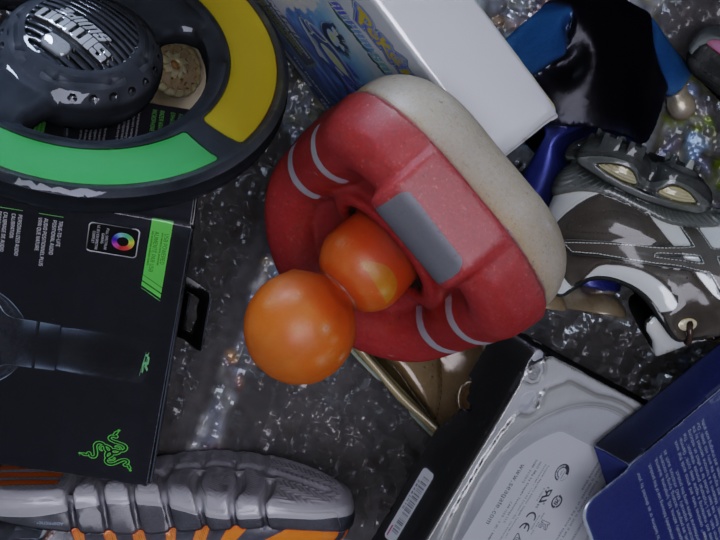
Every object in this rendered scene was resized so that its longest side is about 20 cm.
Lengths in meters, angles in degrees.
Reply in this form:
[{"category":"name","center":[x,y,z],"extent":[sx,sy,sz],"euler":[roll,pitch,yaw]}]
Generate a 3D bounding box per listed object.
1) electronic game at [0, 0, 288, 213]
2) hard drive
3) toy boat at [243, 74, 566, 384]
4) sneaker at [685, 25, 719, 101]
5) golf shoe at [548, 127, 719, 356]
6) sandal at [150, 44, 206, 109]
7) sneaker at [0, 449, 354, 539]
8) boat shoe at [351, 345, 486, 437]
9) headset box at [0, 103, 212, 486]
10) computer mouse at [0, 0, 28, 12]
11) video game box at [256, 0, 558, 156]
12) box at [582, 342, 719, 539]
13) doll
[{"category":"electronic game","center":[-0.131,-0.100,1.094],"extent":[0.199,0.201,0.042],"euler":[11,134,-6]},{"category":"hard drive","center":[0.107,0.124,1.189],"extent":[0.200,0.038,0.140],"euler":[28,94,-43]},{"category":"toy boat","center":[0.000,0.000,1.076],"extent":[0.131,0.200,0.131],"euler":[-41,94,-14]},{"category":"sneaker","center":[0.234,-0.041,1.214],"extent":[0.200,0.079,0.095],"euler":[41,109,-7]},{"category":"golf shoe","center":[0.182,0.006,1.150],"extent":[0.199,0.078,0.095],"euler":[22,90,3]},{"category":"sandal","center":[-0.145,-0.077,1.174],"extent":[0.211,0.070,0.078],"euler":[-17,100,-1]},{"category":"sneaker","center":[-0.100,0.157,1.220],"extent":[0.199,0.078,0.113],"euler":[0,103,7]},{"category":"boat shoe","center":[0.032,0.030,1.208],"extent":[0.073,0.063,0.200],"euler":[-39,99,3]},{"category":"headset box","center":[-0.171,0.003,1.139],"extent":[0.199,0.093,0.175],"euler":[9,129,-6]},{"category":"computer mouse","center":[-0.212,-0.165,1.175],"extent":[0.199,0.034,0.059],"euler":[11,99,-5]},{"category":"video game box","center":[-0.009,-0.134,1.117],"extent":[0.047,0.182,0.200],"euler":[-40,100,-15]},{"category":"box","center":[0.187,0.099,1.189],"extent":[0.200,0.032,0.122],"euler":[-37,126,-23]},{"category":"doll","center":[0.112,-0.080,1.194],"extent":[0.136,0.048,0.201],"euler":[7,92,-32]}]
